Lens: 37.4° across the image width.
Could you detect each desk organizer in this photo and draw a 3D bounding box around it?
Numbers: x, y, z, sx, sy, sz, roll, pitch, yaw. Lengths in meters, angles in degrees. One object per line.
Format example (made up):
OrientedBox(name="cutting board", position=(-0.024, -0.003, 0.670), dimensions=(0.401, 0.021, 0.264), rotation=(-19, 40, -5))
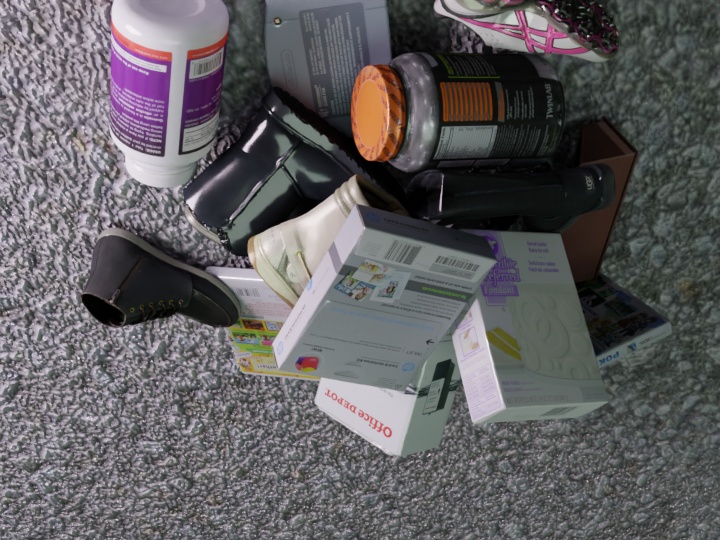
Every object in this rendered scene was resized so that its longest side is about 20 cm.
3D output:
OrientedBox(name="desk organizer", position=(0.252, -0.074, 1.253), dimensions=(0.077, 0.072, 0.200), rotation=(-12, 136, -20))

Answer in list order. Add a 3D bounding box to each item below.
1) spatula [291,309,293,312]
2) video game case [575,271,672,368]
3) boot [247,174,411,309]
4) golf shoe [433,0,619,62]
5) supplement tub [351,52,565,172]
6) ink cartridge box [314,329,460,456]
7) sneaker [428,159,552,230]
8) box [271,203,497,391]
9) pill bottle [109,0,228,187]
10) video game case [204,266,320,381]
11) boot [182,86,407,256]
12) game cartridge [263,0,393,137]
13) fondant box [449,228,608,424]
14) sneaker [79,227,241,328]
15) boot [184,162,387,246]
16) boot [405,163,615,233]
OrientedBox(name="spatula", position=(-0.017, -0.011, 1.245), dimensions=(0.200, 0.021, 0.057), rotation=(-39, 164, -29))
OrientedBox(name="video game case", position=(0.239, 0.063, 1.277), dimensions=(0.182, 0.200, 0.022), rotation=(-24, 119, -11))
OrientedBox(name="boot", position=(0.000, 0.000, 1.120), dimensions=(0.155, 0.072, 0.200), rotation=(-32, 124, 20))
OrientedBox(name="golf shoe", position=(0.171, -0.260, 1.090), dimensions=(0.200, 0.073, 0.092), rotation=(20, 149, -19))
OrientedBox(name="supplement tub", position=(0.099, -0.164, 1.101), dimensions=(0.200, 0.123, 0.123), rotation=(-4, 135, -22))
OrientedBox(name="ink cartridge box", position=(0.043, 0.093, 1.234), dimensions=(0.083, 0.147, 0.200), rotation=(-1, 113, -48))
OrientedBox(name="sneaker", position=(0.155, -0.045, 1.255), dimensions=(0.073, 0.112, 0.200), rotation=(32, 122, -32))
OrientedBox(name="box", position=(0.022, 0.034, 1.082), dimensions=(0.156, 0.041, 0.200), rotation=(13, 126, -27))
OrientedBox(name="pill bottle", position=(-0.197, -0.185, 1.079), dimensions=(0.112, 0.112, 0.200), rotation=(4, 133, -11))
OrientedBox(name="video game case", position=(-0.083, 0.072, 1.345), dimensions=(0.200, 0.023, 0.182), rotation=(3, 133, 21))
OrientedBox(name="boot", position=(-0.070, -0.077, 1.143), dimensions=(0.200, 0.076, 0.168), rotation=(36, 110, -16))
OrientedBox(name="game cartridge", position=(-0.032, -0.225, 1.115), dimensions=(0.133, 0.040, 0.200), rotation=(-10, 134, -2))
OrientedBox(name="fondant box", position=(0.169, 0.058, 1.136), dimensions=(0.144, 0.200, 0.058), rotation=(1, 155, -32))
OrientedBox(name="sneaker", position=(-0.242, 0.042, 1.281), dimensions=(0.200, 0.106, 0.075), rotation=(30, 138, -22))
OrientedBox(name="boot", position=(-0.083, -0.087, 1.219), dimensions=(0.203, 0.074, 0.154), rotation=(17, 126, -24))
OrientedBox(name="boot", position=(0.141, -0.071, 1.124), dimensions=(0.200, 0.066, 0.165), rotation=(-8, 170, -20))
